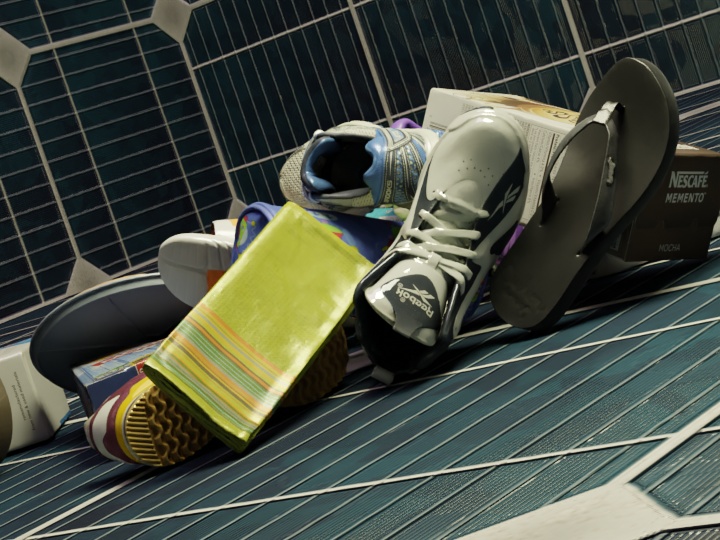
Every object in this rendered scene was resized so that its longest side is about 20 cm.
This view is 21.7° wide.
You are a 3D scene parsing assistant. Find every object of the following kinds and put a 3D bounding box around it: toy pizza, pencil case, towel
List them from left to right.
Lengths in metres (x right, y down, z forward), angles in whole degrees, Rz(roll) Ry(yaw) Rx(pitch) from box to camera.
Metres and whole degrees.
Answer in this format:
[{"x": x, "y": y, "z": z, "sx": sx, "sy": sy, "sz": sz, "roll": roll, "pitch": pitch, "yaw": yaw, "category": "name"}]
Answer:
[{"x": -0.178, "y": 0.048, "z": 1.574, "sx": 0.200, "sy": 0.032, "sz": 0.200, "roll": -11, "pitch": -29, "yaw": -6, "category": "toy pizza"}, {"x": -0.063, "y": 0.032, "z": 1.269, "sx": 0.018, "sy": 0.086, "sz": 0.200, "roll": -48, "pitch": 3, "yaw": 46, "category": "towel"}, {"x": 0.000, "y": 0.000, "z": 1.395, "sx": 0.200, "sy": 0.087, "sz": 0.078, "roll": 6, "pitch": -51, "yaw": -29, "category": "pencil case"}]

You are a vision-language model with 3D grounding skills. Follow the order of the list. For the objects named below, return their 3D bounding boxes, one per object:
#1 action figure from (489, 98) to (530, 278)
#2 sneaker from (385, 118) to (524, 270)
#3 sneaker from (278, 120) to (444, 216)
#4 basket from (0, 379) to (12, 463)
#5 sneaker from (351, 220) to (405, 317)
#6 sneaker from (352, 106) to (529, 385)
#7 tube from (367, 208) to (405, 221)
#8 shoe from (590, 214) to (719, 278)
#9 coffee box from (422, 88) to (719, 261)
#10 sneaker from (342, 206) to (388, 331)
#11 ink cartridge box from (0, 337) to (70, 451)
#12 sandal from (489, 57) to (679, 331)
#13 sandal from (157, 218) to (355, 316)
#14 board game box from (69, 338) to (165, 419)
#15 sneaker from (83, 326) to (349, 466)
[{"x": 0.140, "y": -0.049, "z": 1.641, "sx": 0.119, "sy": 0.102, "sz": 0.200, "roll": 8, "pitch": 55, "yaw": 26, "category": "action figure"}, {"x": 0.100, "y": -0.058, "z": 1.516, "sx": 0.081, "sy": 0.200, "sz": 0.084, "roll": -60, "pitch": -9, "yaw": -35, "category": "sneaker"}, {"x": -0.014, "y": -0.079, "z": 1.395, "sx": 0.085, "sy": 0.077, "sz": 0.200, "roll": 2, "pitch": -4, "yaw": -33, "category": "sneaker"}, {"x": -0.380, "y": 0.133, "z": 1.459, "sx": 0.180, "sy": 0.136, "sz": 0.200, "roll": -22, "pitch": -1, "yaw": 40, "category": "basket"}, {"x": -0.006, "y": 0.018, "z": 1.560, "sx": 0.200, "sy": 0.084, "sz": 0.077, "roll": -12, "pitch": 21, "yaw": 45, "category": "sneaker"}, {"x": 0.052, "y": -0.007, "z": 1.269, "sx": 0.199, "sy": 0.079, "sz": 0.130, "roll": -58, "pitch": 2, "yaw": 25, "category": "sneaker"}, {"x": -0.008, "y": -0.027, "z": 1.630, "sx": 0.200, "sy": 0.050, "sz": 0.077, "roll": 0, "pitch": 42, "yaw": 43, "category": "tube"}, {"x": 0.251, "y": -0.068, "z": 1.472, "sx": 0.200, "sy": 0.091, "sz": 0.071, "roll": -20, "pitch": 5, "yaw": -13, "category": "shoe"}, {"x": 0.152, "y": -0.072, "z": 1.369, "sx": 0.200, "sy": 0.080, "sz": 0.113, "roll": 21, "pitch": 15, "yaw": 38, "category": "coffee box"}, {"x": -0.019, "y": -0.006, "z": 1.700, "sx": 0.067, "sy": 0.108, "sz": 0.201, "roll": -16, "pitch": 6, "yaw": 29, "category": "sneaker"}, {"x": -0.371, "y": 0.132, "z": 1.669, "sx": 0.200, "sy": 0.084, "sz": 0.145, "roll": -18, "pitch": 4, "yaw": 0, "category": "ink cartridge box"}, {"x": 0.149, "y": -0.049, "z": 1.260, "sx": 0.076, "sy": 0.200, "sz": 0.043, "roll": 34, "pitch": 11, "yaw": 38, "category": "sandal"}, {"x": -0.059, "y": -0.006, "z": 1.485, "sx": 0.206, "sy": 0.059, "sz": 0.079, "roll": 7, "pitch": -45, "yaw": -12, "category": "sandal"}, {"x": -0.149, "y": 0.083, "z": 1.501, "sx": 0.200, "sy": 0.062, "sz": 0.200, "roll": -21, "pitch": 6, "yaw": -25, "category": "board game box"}, {"x": -0.102, "y": 0.077, "z": 1.322, "sx": 0.200, "sy": 0.075, "sz": 0.090, "roll": -21, "pitch": 11, "yaw": -35, "category": "sneaker"}]
